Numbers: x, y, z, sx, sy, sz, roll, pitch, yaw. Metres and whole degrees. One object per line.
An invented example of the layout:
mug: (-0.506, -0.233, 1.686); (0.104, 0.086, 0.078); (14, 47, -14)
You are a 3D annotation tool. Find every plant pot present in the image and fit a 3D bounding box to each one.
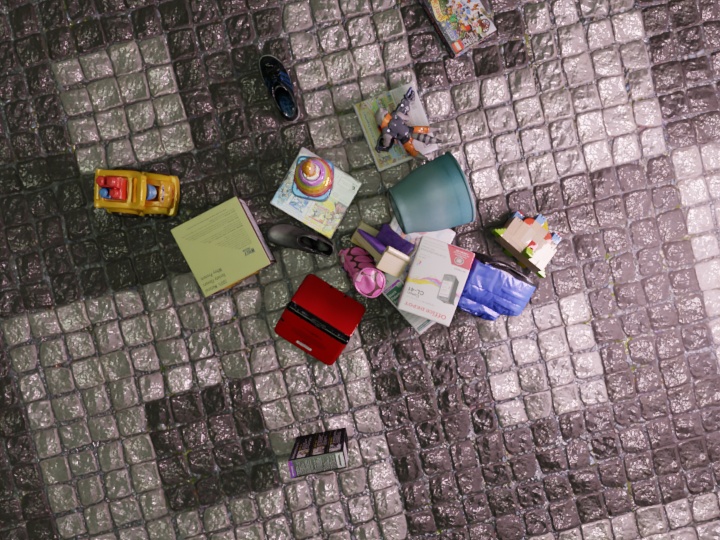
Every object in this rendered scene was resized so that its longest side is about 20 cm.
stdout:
plant pot: (0.181, -0.189, 1.404); (0.187, 0.200, 0.201); (-22, 92, -1)

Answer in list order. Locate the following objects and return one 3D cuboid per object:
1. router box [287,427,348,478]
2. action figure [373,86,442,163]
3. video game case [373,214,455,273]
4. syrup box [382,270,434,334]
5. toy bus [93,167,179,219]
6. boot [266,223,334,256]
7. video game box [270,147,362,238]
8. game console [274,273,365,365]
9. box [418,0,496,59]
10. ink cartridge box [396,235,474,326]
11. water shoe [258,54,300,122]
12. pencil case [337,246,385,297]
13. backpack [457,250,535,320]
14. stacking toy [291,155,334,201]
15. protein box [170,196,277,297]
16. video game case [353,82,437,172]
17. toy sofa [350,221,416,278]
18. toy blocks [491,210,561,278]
router box: (-0.109, 0.492, 1.427); (0.148, 0.200, 0.051); (-11, 90, 0)
action figure: (0.131, -0.401, 1.426); (0.193, 0.105, 0.201); (21, 94, -12)
video game case: (0.149, -0.057, 1.498); (0.181, 0.024, 0.201); (25, 91, -2)
syrup box: (0.129, 0.072, 1.458); (0.079, 0.081, 0.200); (-40, 100, 12)
toy bus: (-0.607, -0.213, 1.397); (0.199, 0.192, 0.136); (4, 91, -3)
boot: (-0.166, -0.087, 1.437); (0.199, 0.132, 0.070); (11, 93, -2)
video game box: (-0.123, -0.216, 1.477); (0.199, 0.047, 0.183); (31, 89, -2)
game console: (-0.117, 0.143, 1.505); (0.200, 0.119, 0.173); (32, 122, -2)
box: (0.270, -0.718, 1.467); (0.136, 0.038, 0.200); (-32, 92, 0)
ink cartridge box: (0.194, 0.025, 1.359); (0.147, 0.086, 0.201); (19, 92, 4)
water shoe: (-0.221, -0.512, 1.446); (0.071, 0.079, 0.201); (-27, 92, 0)
pencil case: (0.000, 0.000, 1.410); (0.094, 0.200, 0.091); (35, 96, -23)
backpack: (0.359, 0.049, 1.443); (0.199, 0.163, 0.168); (19, 106, -13)
stacking toy: (-0.126, -0.252, 1.354); (0.109, 0.200, 0.117); (11, 90, -1)
protein box: (-0.367, -0.063, 1.433); (0.198, 0.135, 0.201); (-27, 92, -1)
video game case: (0.099, -0.406, 1.485); (0.181, 0.023, 0.201); (-21, 93, 0)
toy sofa: (0.058, -0.071, 1.402); (0.083, 0.200, 0.098); (25, 103, -31)
toy blocks: (0.481, -0.096, 1.478); (0.200, 0.100, 0.137); (39, 79, -3)
